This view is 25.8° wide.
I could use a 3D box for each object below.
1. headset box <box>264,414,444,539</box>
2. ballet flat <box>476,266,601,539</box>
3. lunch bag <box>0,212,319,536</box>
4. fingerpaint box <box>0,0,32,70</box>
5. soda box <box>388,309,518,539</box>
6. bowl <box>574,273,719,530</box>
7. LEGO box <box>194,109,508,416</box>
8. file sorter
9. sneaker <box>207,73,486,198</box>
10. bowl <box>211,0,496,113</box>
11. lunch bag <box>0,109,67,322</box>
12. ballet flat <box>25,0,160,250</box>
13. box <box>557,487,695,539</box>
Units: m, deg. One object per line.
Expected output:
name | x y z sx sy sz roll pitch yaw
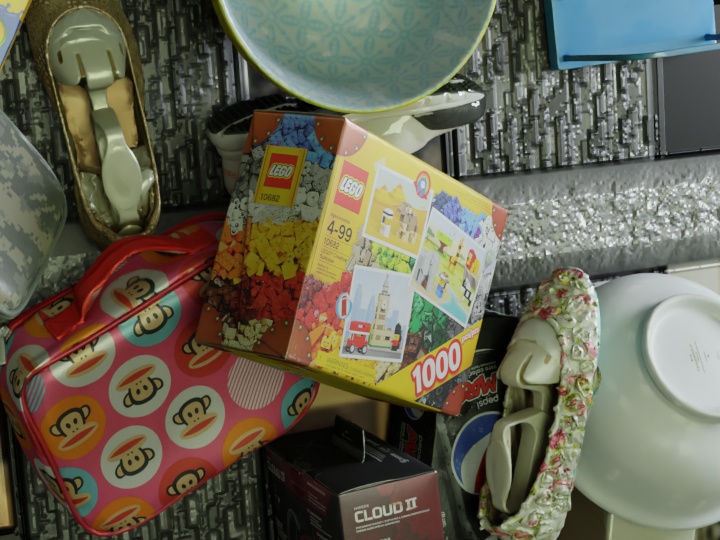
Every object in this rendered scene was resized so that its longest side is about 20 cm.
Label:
headset box | -0.001 0.201 1.077 0.075 0.149 0.200 -11 101 -21
ballet flat | 0.121 0.095 1.080 0.064 0.076 0.200 7 90 -38
lunch bag | -0.133 0.057 1.017 0.200 0.082 0.176 -31 127 -19
fingerpaint box | -0.283 -0.230 0.947 0.200 0.073 0.167 24 87 -22
soda box | 0.062 0.126 1.133 0.063 0.071 0.200 2 97 -28
bowl | 0.226 0.079 1.132 0.201 0.090 0.201 9 61 -16
LEGO box | 0.000 0.000 1.007 0.200 0.077 0.149 23 79 -53
file sorter | 0.213 -0.250 1.118 0.139 0.123 0.200 -11 101 -20
sneaker | -0.006 -0.090 1.088 0.200 0.074 0.080 -15 117 -15
bowl | -0.019 -0.204 1.038 0.200 0.108 0.200 -3 98 -22
lunch bag | -0.298 -0.045 0.914 0.168 0.139 0.200 -23 123 25
ballet flat | -0.165 -0.106 1.015 0.070 0.065 0.200 -19 103 -16
box | 0.191 0.247 1.190 0.078 0.095 0.200 4 94 -21
